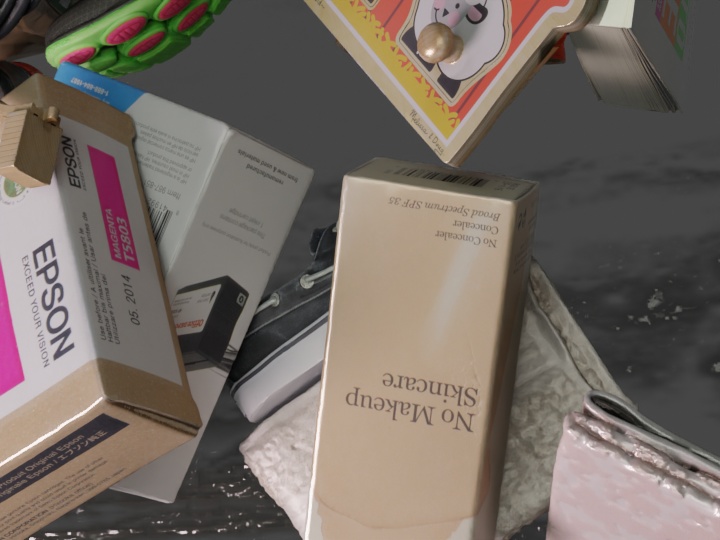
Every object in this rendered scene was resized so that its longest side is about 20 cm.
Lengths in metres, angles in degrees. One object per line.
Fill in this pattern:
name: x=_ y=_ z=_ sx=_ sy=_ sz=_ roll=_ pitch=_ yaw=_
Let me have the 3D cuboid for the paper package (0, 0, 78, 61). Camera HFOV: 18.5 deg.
paper package: x=-0.271 y=-0.219 z=1.291 sx=0.189 sy=0.103 sz=0.202 roll=-11 pitch=79 yaw=13

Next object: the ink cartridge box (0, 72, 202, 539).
ink cartridge box: x=-0.182 y=0.026 z=1.138 sx=0.164 sy=0.075 sz=0.201 roll=-33 pitch=55 yaw=26

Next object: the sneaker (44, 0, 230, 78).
sneaker: x=-0.108 y=-0.189 z=1.266 sx=0.084 sy=0.077 sz=0.200 roll=42 pitch=84 yaw=20

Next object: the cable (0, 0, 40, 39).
cable: x=-0.259 y=-0.191 z=1.212 sx=0.199 sy=0.051 sz=0.164 roll=15 pitch=78 yaw=11

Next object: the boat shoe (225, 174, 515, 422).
boat shoe: x=0.000 y=0.000 z=1.213 sx=0.200 sy=0.072 sz=0.068 roll=-38 pitch=77 yaw=15

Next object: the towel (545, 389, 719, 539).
towel: x=0.183 y=0.150 z=1.088 sx=0.199 sy=0.191 sz=0.032 roll=29 pitch=66 yaw=17

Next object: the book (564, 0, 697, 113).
book: x=0.143 y=-0.166 z=1.126 sx=0.048 sy=0.200 sz=0.135 roll=10 pitch=86 yaw=15

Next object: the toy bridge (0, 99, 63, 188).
toy bridge: x=-0.223 y=-0.068 z=1.141 sx=0.199 sy=0.027 sz=0.068 roll=-7 pitch=65 yaw=40

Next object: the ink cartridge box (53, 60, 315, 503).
ink cartridge box: x=-0.134 y=0.006 z=1.213 sx=0.145 sy=0.084 sz=0.201 roll=23 pitch=89 yaw=39

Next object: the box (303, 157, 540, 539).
box: x=0.031 y=0.050 z=1.131 sx=0.094 sy=0.078 sz=0.202 roll=8 pitch=101 yaw=12

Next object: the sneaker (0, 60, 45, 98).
sneaker: x=-0.250 y=-0.036 z=1.272 sx=0.077 sy=0.082 sz=0.201 roll=23 pitch=89 yaw=16

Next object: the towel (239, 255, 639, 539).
towel: x=0.045 y=0.093 z=1.205 sx=0.199 sy=0.034 sz=0.133 roll=-36 pitch=75 yaw=8

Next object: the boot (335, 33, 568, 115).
boot: x=0.087 y=-0.170 z=1.217 sx=0.107 sy=0.075 sz=0.200 roll=38 pitch=87 yaw=-4

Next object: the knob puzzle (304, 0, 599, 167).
knob puzzle: x=0.051 y=-0.180 z=1.067 sx=0.219 sy=0.030 sz=0.221 roll=-15 pitch=68 yaw=41
